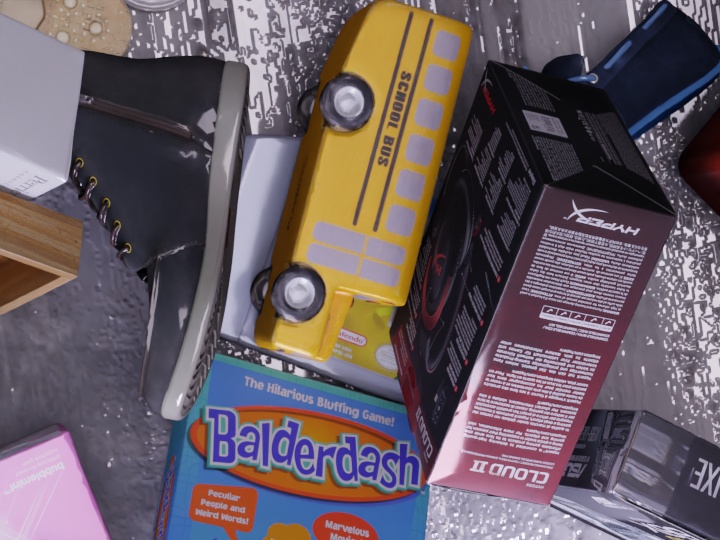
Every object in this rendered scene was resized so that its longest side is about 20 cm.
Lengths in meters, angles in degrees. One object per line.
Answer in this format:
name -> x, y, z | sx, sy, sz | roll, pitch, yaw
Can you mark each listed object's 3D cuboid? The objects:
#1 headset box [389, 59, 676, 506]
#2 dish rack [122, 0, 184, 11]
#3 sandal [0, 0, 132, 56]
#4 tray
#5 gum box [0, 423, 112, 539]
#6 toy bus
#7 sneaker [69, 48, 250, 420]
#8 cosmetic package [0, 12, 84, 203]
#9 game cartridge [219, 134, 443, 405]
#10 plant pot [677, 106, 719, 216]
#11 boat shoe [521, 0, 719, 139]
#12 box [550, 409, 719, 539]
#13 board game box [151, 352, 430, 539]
headset box -> 0.080, 0.014, 0.940 | 0.074, 0.149, 0.202 | 12, 117, -15
dish rack -> -0.138, -0.267, 1.003 | 0.199, 0.044, 0.172 | 38, 82, -10
sandal -> -0.227, -0.148, 0.967 | 0.209, 0.070, 0.079 | 5, 89, -14
tray -> -0.253, -0.029, 0.908 | 0.199, 0.098, 0.037 | 21, 60, -37
gum box -> -0.232, 0.177, 0.966 | 0.198, 0.066, 0.115 | -23, 95, -13
toy bus -> -0.002, -0.047, 0.992 | 0.078, 0.065, 0.202 | 15, 86, -15
sneaker -> -0.124, -0.021, 0.972 | 0.105, 0.075, 0.202 | 7, 76, 1
cosmetic package -> -0.253, -0.097, 0.897 | 0.199, 0.112, 0.082 | 23, 60, -35
game cartridge -> 0.000, 0.000, 1.042 | 0.198, 0.040, 0.135 | 20, 82, -13
plant pot -> 0.304, -0.069, 1.045 | 0.200, 0.176, 0.200 | 43, 80, -10
boat shoe -> 0.128, -0.095, 1.061 | 0.199, 0.084, 0.069 | -32, 83, -30
box -> 0.176, 0.130, 1.001 | 0.157, 0.200, 0.050 | 26, 80, -13
board game box -> -0.041, 0.159, 0.983 | 0.151, 0.045, 0.202 | 16, 60, -16
